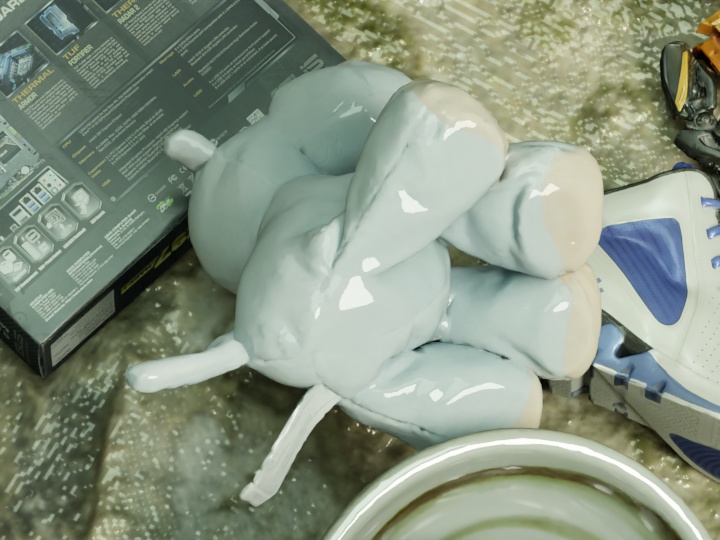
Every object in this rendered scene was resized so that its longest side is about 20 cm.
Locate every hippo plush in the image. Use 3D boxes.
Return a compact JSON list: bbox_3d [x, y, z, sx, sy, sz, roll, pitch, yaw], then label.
[{"bbox_3d":[0.000,0.000,1.259,0.200,0.161,0.159,-43,119,-2],"label":"hippo plush"}]

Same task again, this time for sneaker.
[{"bbox_3d":[0.149,0.016,1.318,0.199,0.081,0.116,27,71,9],"label":"sneaker"}]

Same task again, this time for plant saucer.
[{"bbox_3d":[0.058,0.164,1.208,0.199,0.050,0.201,0,90,-14],"label":"plant saucer"}]

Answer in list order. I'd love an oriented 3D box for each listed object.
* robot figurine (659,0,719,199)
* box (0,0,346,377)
[{"bbox_3d":[0.234,-0.066,1.367,0.145,0.058,0.200,-34,74,-16],"label":"robot figurine"},{"bbox_3d":[-0.127,-0.074,1.354,0.158,0.051,0.200,43,72,12],"label":"box"}]
